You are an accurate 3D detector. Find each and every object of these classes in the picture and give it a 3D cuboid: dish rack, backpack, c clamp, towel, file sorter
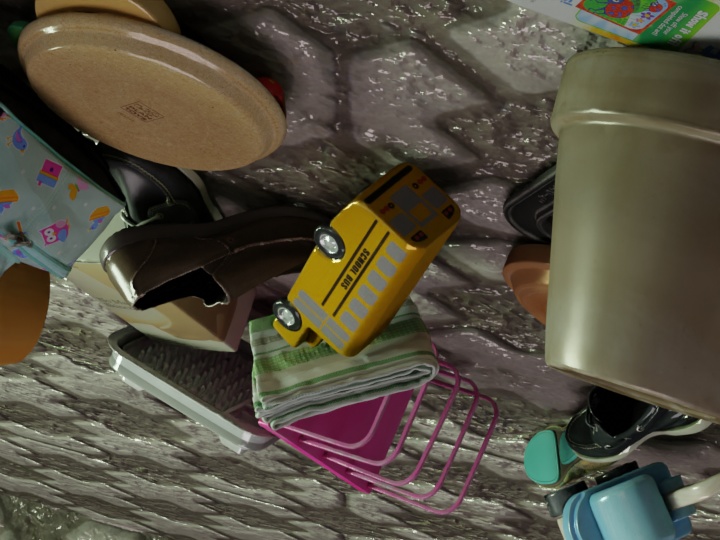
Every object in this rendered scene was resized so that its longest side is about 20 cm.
[{"bbox_3d":[-0.145,0.113,1.486,0.200,0.044,0.172,30,-159,15],"label":"dish rack"},{"bbox_3d":[-0.282,-0.073,1.102,0.176,0.153,0.200,33,-178,41],"label":"backpack"},{"bbox_3d":[0.193,-0.031,1.076,0.171,0.027,0.200,24,161,-6],"label":"c clamp"},{"bbox_3d":[-0.018,0.067,1.236,0.149,0.031,0.200,-14,-162,-1],"label":"towel"},{"bbox_3d":[0.027,0.133,1.427,0.125,0.139,0.200,13,162,36],"label":"file sorter"}]

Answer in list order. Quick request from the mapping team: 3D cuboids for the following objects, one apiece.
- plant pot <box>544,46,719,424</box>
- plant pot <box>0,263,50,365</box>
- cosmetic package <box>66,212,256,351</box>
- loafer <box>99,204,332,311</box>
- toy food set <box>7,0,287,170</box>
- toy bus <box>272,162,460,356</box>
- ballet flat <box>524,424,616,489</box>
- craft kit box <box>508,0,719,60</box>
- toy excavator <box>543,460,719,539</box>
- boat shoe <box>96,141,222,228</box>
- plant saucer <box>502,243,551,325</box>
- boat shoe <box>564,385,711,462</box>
[{"bbox_3d":[0.186,-0.010,0.846,0.200,0.174,0.200,18,177,1],"label":"plant pot"},{"bbox_3d":[-0.410,0.018,1.439,0.183,0.201,0.200,11,166,-37],"label":"plant pot"},{"bbox_3d":[-0.194,0.003,1.377,0.105,0.071,0.200,3,156,32],"label":"cosmetic package"},{"bbox_3d":[-0.109,0.000,1.215,0.200,0.071,0.073,-9,152,-14],"label":"loafer"},{"bbox_3d":[-0.146,-0.130,1.028,0.200,0.049,0.198,23,159,-20],"label":"toy food set"},{"bbox_3d":[0.000,0.000,1.146,0.078,0.065,0.200,42,142,8],"label":"toy bus"},{"bbox_3d":[0.232,0.192,1.574,0.071,0.071,0.200,18,160,-6],"label":"ballet flat"},{"bbox_3d":[0.180,-0.162,0.710,0.197,0.049,0.200,22,159,-8],"label":"craft kit box"},{"bbox_3d":[0.308,0.234,1.494,0.194,0.100,0.200,-18,171,-19],"label":"toy excavator"},{"bbox_3d":[-0.166,-0.049,1.230,0.072,0.068,0.200,13,158,21],"label":"boat shoe"},{"bbox_3d":[0.204,0.038,1.173,0.200,0.032,0.200,24,169,5],"label":"plant saucer"},{"bbox_3d":[0.243,0.128,1.376,0.066,0.075,0.199,27,157,-22],"label":"boat shoe"}]
